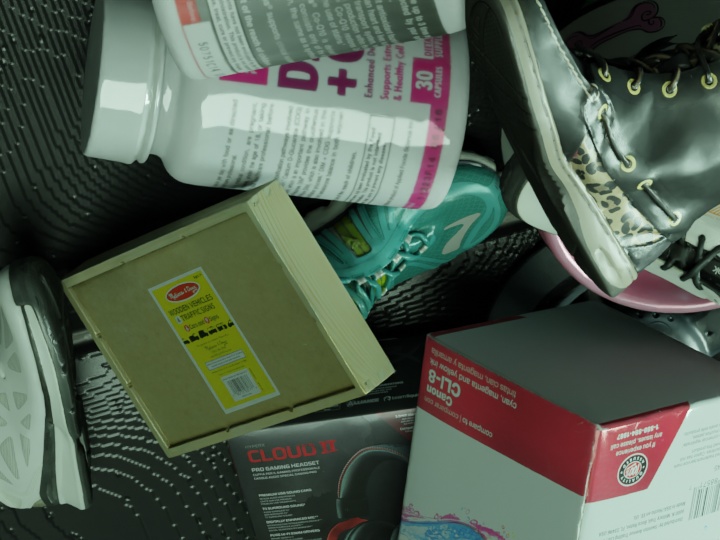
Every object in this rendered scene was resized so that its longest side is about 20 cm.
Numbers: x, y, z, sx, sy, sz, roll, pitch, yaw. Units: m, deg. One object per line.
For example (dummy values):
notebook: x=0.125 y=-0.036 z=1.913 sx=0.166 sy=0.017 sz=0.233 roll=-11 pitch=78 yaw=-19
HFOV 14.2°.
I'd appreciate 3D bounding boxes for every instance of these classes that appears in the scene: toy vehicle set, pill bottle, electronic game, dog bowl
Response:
toy vehicle set: x=-0.079 y=0.031 z=1.627 sx=0.200 sy=0.027 sz=0.124 roll=-20 pitch=104 yaw=51
pill bottle: x=-0.002 y=-0.168 z=1.464 sx=0.199 sy=0.114 sz=0.114 roll=-9 pitch=125 yaw=9
electronic game: x=0.171 y=0.053 z=1.758 sx=0.199 sy=0.042 sz=0.201 roll=0 pitch=117 yaw=0
pill bottle: x=-0.048 y=-0.098 z=1.585 sx=0.199 sy=0.113 sz=0.114 roll=5 pitch=123 yaw=-11
dog bowl: x=0.179 y=-0.060 z=1.612 sx=0.199 sy=0.074 sz=0.200 roll=-2 pitch=131 yaw=-2

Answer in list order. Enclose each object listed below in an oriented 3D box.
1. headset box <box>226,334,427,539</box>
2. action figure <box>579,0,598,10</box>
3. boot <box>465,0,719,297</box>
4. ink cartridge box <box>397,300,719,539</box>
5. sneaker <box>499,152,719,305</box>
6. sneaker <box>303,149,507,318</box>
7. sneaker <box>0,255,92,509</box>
headset box: x=0.007 y=0.127 z=1.760 sx=0.148 sy=0.075 sz=0.200 roll=-8 pitch=125 yaw=8
action figure: x=0.172 y=-0.146 z=1.621 sx=0.118 sy=0.055 sz=0.200 roll=30 pitch=120 yaw=-27
boot: x=0.146 y=-0.096 z=1.450 sx=0.150 sy=0.073 sz=0.200 roll=-30 pitch=124 yaw=-5
ink cartridge box: x=0.120 y=0.142 z=1.657 sx=0.145 sy=0.144 sz=0.201 roll=-10 pitch=116 yaw=-42
sneaker: x=0.172 y=-0.027 z=1.541 sx=0.199 sy=0.080 sz=0.074 roll=10 pitch=132 yaw=-9
sneaker: x=0.000 y=0.000 z=1.679 sx=0.200 sy=0.080 sz=0.078 roll=-28 pitch=123 yaw=11
sneaker: x=-0.222 y=0.076 z=1.693 sx=0.115 sy=0.076 sz=0.201 roll=-6 pitch=137 yaw=-3
